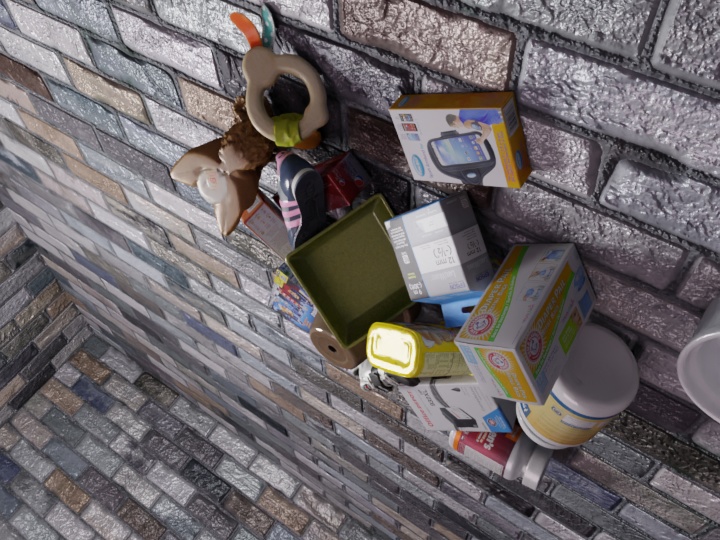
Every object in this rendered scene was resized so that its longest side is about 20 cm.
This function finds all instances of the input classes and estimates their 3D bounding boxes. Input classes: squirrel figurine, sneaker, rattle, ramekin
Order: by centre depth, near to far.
[{"bbox_3d":[0.489,0.108,0.739,0.198,0.098,0.202,29,149,20],"label":"ramekin"},{"bbox_3d":[-0.119,-0.295,0.974,0.129,0.143,0.202,-32,91,27],"label":"rattle"},{"bbox_3d":[-0.103,-0.112,1.036,0.082,0.069,0.202,47,151,25],"label":"sneaker"},{"bbox_3d":[-0.193,-0.197,1.069,0.141,0.187,0.200,42,125,-4],"label":"squirrel figurine"},{"bbox_3d":[0.045,0.209,1.235,0.074,0.089,0.199,43,168,-21],"label":"sneaker"}]

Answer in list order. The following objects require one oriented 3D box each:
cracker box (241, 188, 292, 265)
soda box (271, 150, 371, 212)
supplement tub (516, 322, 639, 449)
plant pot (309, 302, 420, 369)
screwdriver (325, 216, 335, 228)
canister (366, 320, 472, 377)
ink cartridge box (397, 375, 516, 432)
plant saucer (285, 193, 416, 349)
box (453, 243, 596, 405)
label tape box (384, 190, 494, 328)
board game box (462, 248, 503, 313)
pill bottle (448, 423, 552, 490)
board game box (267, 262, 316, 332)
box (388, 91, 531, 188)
[{"bbox_3d":[-0.152,-0.072,1.192,0.200,0.058,0.134,46,-178,-36],"label":"cracker box"},{"bbox_3d":[-0.072,-0.140,1.086,0.064,0.070,0.198,51,149,-19],"label":"soda box"},{"bbox_3d":[0.329,0.188,0.988,0.143,0.145,0.202,31,149,15],"label":"supplement tub"},{"bbox_3d":[-0.006,0.090,1.219,0.197,0.176,0.202,27,149,18],"label":"plant pot"},{"bbox_3d":[-0.015,-0.056,1.182,0.198,0.028,0.029,32,-179,13],"label":"screwdriver"},{"bbox_3d":[0.126,0.135,1.092,0.197,0.089,0.147,4,-178,-38],"label":"canister"},{"bbox_3d":[0.193,0.240,1.242,0.197,0.084,0.146,-10,127,38],"label":"ink cartridge box"},{"bbox_3d":[0.000,0.000,1.096,0.202,0.198,0.048,57,-179,-16],"label":"plant saucer"},{"bbox_3d":[0.234,0.069,0.879,0.100,0.201,0.113,1,134,47],"label":"box"},{"bbox_3d":[0.129,-0.004,0.970,0.142,0.065,0.204,-14,94,56],"label":"label tape box"},{"bbox_3d":[0.180,0.033,1.057,0.156,0.039,0.201,35,150,10],"label":"board game box"},{"bbox_3d":[0.291,0.362,1.308,0.197,0.110,0.111,24,148,26],"label":"pill bottle"},{"bbox_3d":[-0.110,0.082,1.446,0.198,0.062,0.201,37,151,4],"label":"board game box"},{"bbox_3d":[0.122,-0.175,0.844,0.197,0.042,0.120,10,139,39],"label":"box"}]
